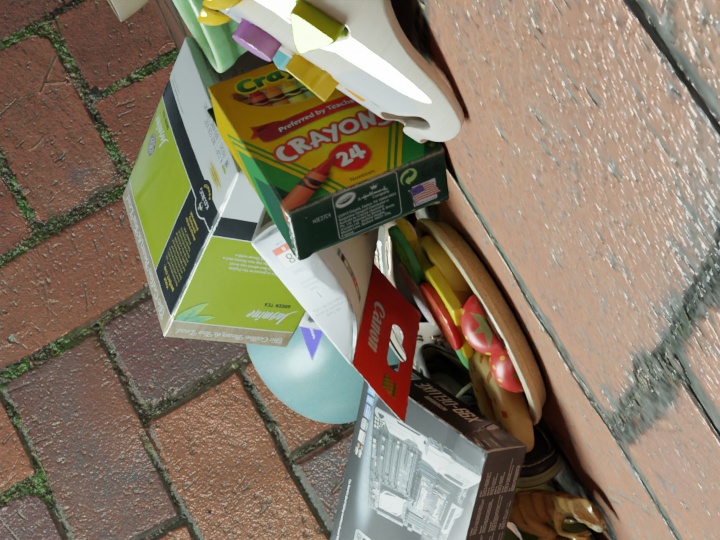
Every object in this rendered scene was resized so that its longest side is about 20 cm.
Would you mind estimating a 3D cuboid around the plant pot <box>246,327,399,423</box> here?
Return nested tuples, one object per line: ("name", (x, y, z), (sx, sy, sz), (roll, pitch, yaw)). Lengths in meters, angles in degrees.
("plant pot", (-0.008, 0.048, 1.548), (0.135, 0.199, 0.201), (-35, 84, 50))

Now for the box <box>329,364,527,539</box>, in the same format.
("box", (0.050, 0.202, 1.209), (0.157, 0.049, 0.202), (32, 117, 46))

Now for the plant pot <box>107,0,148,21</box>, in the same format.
("plant pot", (-0.300, -0.442, 1.852), (0.201, 0.134, 0.200), (59, 175, 9))

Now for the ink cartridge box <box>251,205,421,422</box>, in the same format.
("ink cartridge box", (0.000, 0.000, 1.166), (0.200, 0.050, 0.163), (49, -154, -21))

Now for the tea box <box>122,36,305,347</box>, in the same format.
("tea box", (-0.115, -0.070, 1.335), (0.197, 0.133, 0.201), (-60, 37, 33))

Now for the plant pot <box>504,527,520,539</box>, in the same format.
("plant pot", (0.110, 0.330, 1.370), (0.202, 0.199, 0.184), (62, -174, -14))

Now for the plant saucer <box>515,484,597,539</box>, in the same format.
("plant saucer", (0.213, 0.300, 1.362), (0.201, 0.048, 0.200), (63, 175, -27))

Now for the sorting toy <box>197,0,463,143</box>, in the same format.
("sorting toy", (-0.008, -0.151, 0.944), (0.180, 0.107, 0.200), (42, 177, -8))

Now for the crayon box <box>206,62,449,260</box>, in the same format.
("crayon box", (-0.033, -0.106, 1.088), (0.200, 0.126, 0.051), (55, 162, 44))

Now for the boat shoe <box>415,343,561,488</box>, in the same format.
("boat shoe", (0.104, 0.128, 1.301), (0.200, 0.073, 0.065), (31, 140, 50))

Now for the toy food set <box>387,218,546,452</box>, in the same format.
("toy food set", (0.089, 0.046, 1.189), (0.199, 0.048, 0.200), (58, 174, 33))

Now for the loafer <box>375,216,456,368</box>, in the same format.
("loafer", (0.054, 0.031, 1.370), (0.201, 0.072, 0.063), (66, 166, -21))

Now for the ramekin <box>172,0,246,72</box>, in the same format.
("ramekin", (-0.126, -0.281, 1.233), (0.201, 0.097, 0.200), (60, 175, 9))

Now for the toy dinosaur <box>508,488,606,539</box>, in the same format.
("toy dinosaur", (0.142, 0.206, 1.240), (0.106, 0.061, 0.199), (31, 150, -33))

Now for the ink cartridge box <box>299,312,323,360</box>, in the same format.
("ink cartridge box", (-0.058, -0.049, 1.422), (0.201, 0.043, 0.199), (115, 145, -41))
